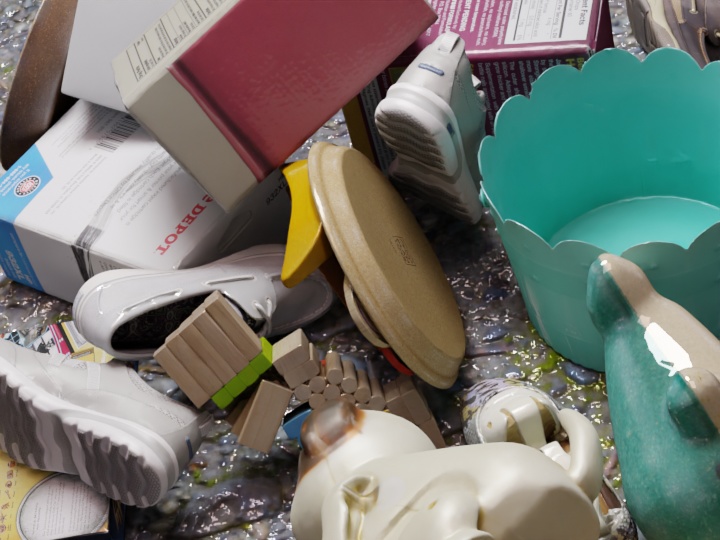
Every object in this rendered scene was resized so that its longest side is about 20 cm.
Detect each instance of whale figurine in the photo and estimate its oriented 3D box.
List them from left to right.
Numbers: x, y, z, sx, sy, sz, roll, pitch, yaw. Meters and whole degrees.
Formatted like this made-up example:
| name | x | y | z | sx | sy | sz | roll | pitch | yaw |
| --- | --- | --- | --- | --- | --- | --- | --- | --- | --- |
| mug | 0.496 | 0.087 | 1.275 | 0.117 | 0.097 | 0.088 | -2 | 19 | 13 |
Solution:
| name | x | y | z | sx | sy | sz | roll | pitch | yaw |
| --- | --- | --- | --- | --- | --- | --- | --- | --- | --- |
| whale figurine | 0.183 | 0.088 | 1.029 | 0.103 | 0.159 | 0.201 | -35 | 77 | 3 |

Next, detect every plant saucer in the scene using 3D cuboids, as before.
| name | x | y | z | sx | sy | sz | roll | pitch | yaw |
| --- | --- | --- | --- | --- | --- | --- | --- | --- | --- |
| plant saucer | -0.237 | -0.168 | 1.412 | 0.034 | 0.201 | 0.201 | 22 | 51 | 1 |

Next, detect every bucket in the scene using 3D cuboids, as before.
| name | x | y | z | sx | sy | sz | roll | pitch | yaw |
| --- | --- | --- | --- | --- | --- | --- | --- | --- | --- |
| bucket | 0.188 | -0.039 | 1.176 | 0.205 | 0.135 | 0.208 | -8 | 45 | 8 |

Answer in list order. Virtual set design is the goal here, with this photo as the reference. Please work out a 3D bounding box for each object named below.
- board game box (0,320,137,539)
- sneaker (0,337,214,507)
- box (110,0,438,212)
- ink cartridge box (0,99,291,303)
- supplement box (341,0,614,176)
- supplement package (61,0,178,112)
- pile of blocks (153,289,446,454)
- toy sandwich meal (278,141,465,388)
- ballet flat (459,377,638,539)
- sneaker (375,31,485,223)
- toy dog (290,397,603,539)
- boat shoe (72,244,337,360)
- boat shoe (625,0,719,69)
| name | x | y | z | sx | sy | sz | roll | pitch | yaw |
| --- | --- | --- | --- | --- | --- | --- | --- | --- | --- |
| board game box | -0.228 | 0.122 | 1.214 | 0.134 | 0.035 | 0.201 | -10 | 44 | 7 |
| sneaker | -0.186 | 0.093 | 1.168 | 0.199 | 0.075 | 0.082 | 25 | 40 | 28 |
| box | -0.063 | -0.158 | 1.203 | 0.200 | 0.109 | 0.128 | -42 | 22 | 4 |
| ink cartridge box | -0.167 | -0.041 | 1.323 | 0.199 | 0.084 | 0.145 | 18 | 52 | 31 |
| supplement box | 0.090 | -0.145 | 1.316 | 0.198 | 0.132 | 0.104 | 0 | 46 | 16 |
| supplement package | -0.145 | -0.198 | 1.376 | 0.116 | 0.118 | 0.200 | 17 | 19 | 4 |
| pile of blocks | -0.040 | 0.080 | 1.156 | 0.199 | 0.083 | 0.062 | 25 | 9 | -7 |
| toy sandwich meal | 0.000 | 0.000 | 1.174 | 0.070 | 0.205 | 0.206 | -29 | 41 | 15 |
| ballet flat | 0.117 | 0.119 | 1.088 | 0.072 | 0.072 | 0.201 | -24 | 44 | -7 |
| sneaker | 0.066 | -0.095 | 1.221 | 0.074 | 0.200 | 0.082 | 28 | 77 | 13 |
| toy dog | 0.032 | 0.145 | 1.027 | 0.199 | 0.139 | 0.195 | 19 | 80 | 52 |
| boat shoe | -0.096 | 0.027 | 1.201 | 0.199 | 0.073 | 0.068 | 0 | 25 | -31 |
| boat shoe | 0.258 | -0.182 | 1.344 | 0.073 | 0.075 | 0.201 | -15 | 45 | 2 |
